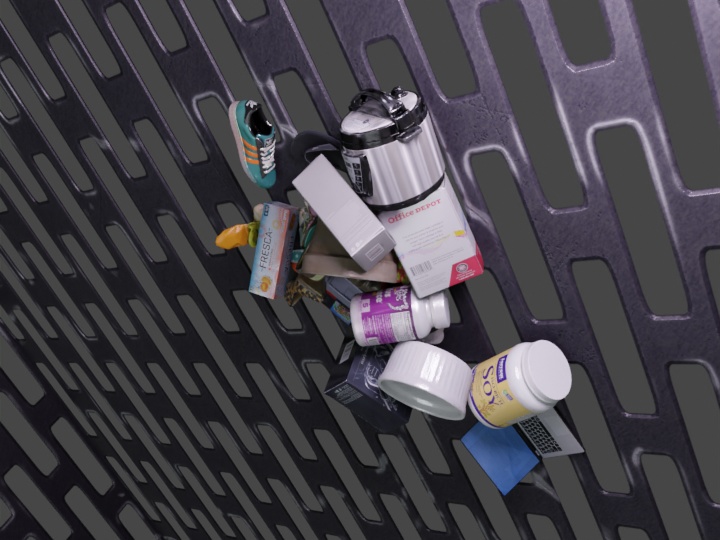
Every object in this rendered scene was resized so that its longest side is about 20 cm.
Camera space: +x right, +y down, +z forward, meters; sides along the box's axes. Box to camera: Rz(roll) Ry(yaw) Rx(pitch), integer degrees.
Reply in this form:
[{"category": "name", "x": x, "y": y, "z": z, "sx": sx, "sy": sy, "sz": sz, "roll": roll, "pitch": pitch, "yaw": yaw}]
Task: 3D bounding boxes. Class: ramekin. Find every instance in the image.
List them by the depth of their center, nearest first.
[{"category": "ramekin", "x": 0.142, "y": 0.229, "z": 1.706, "sx": 0.196, "sy": 0.100, "sz": 0.201, "roll": 20, "pitch": 160, "yaw": 7}]

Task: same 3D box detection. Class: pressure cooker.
[{"category": "pressure cooker", "x": 0.052, "y": -0.235, "z": 1.471, "sx": 0.172, "sy": 0.180, "sz": 0.203, "roll": -8, "pitch": 123, "yaw": 23}]

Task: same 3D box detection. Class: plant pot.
[{"category": "plant pot", "x": -0.017, "y": -0.072, "z": 1.628, "sx": 0.196, "sy": 0.198, "sz": 0.179, "roll": 4, "pitch": 89, "yaw": 34}]

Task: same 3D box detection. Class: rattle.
[{"category": "rattle", "x": -0.218, "y": -0.042, "z": 1.834, "sx": 0.202, "sy": 0.141, "sz": 0.131, "roll": 55, "pitch": 144, "yaw": 20}]

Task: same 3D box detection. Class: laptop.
[{"category": "laptop", "x": 0.368, "y": 0.395, "z": 1.834, "sx": 0.198, "sy": 0.116, "sz": 0.188, "roll": -24, "pitch": 111, "yaw": 47}]

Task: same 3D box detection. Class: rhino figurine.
[{"category": "rhino figurine", "x": 0.000, "y": 0.000, "z": 1.805, "sx": 0.200, "sy": 0.060, "sz": 0.087, "roll": 47, "pitch": 135, "yaw": -10}]

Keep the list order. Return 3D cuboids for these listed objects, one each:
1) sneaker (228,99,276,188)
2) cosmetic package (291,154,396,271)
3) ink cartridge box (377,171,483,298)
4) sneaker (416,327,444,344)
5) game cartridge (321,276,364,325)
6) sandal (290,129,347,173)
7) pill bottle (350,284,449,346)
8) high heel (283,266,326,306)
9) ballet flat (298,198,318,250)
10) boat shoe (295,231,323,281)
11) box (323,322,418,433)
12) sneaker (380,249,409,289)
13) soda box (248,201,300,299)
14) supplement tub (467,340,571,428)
[{"category": "sneaker", "x": -0.215, "y": -0.264, "z": 1.722, "sx": 0.078, "sy": 0.071, "sz": 0.204, "roll": 7, "pitch": 129, "yaw": 38}, {"category": "cosmetic package", "x": -0.030, "y": -0.106, "z": 1.498, "sx": 0.201, "sy": 0.090, "sz": 0.107, "roll": 54, "pitch": -175, "yaw": 21}, {"category": "ink cartridge box", "x": 0.139, "y": -0.069, "z": 1.581, "sx": 0.145, "sy": 0.086, "sz": 0.203, "roll": -20, "pitch": 114, "yaw": 17}, {"category": "sneaker", "x": 0.098, "y": 0.098, "z": 1.797, "sx": 0.195, "sy": 0.075, "sz": 0.081, "roll": 12, "pitch": 128, "yaw": -2}, {"category": "game cartridge", "x": -0.026, "y": 0.069, "z": 1.909, "sx": 0.199, "sy": 0.039, "sz": 0.130, "roll": 39, "pitch": 136, "yaw": 2}, {"category": "sandal", "x": -0.064, "y": -0.236, "z": 1.654, "sx": 0.196, "sy": 0.043, "sz": 0.077, "roll": 18, "pitch": 135, "yaw": 24}, {"category": "pill bottle", "x": 0.084, "y": 0.089, "z": 1.678, "sx": 0.195, "sy": 0.113, "sz": 0.114, "roll": -10, "pitch": 124, "yaw": 12}, {"category": "high heel", "x": -0.127, "y": 0.061, "z": 1.893, "sx": 0.200, "sy": 0.070, "sz": 0.146, "roll": 48, "pitch": 141, "yaw": 49}, {"category": "ballet flat", "x": -0.102, "y": -0.125, "z": 1.771, "sx": 0.071, "sy": 0.068, "sz": 0.201, "roll": 49, "pitch": 145, "yaw": 16}, {"category": "boat shoe", "x": -0.072, "y": -0.064, "z": 1.739, "sx": 0.203, "sy": 0.065, "sz": 0.072, "roll": -56, "pitch": 46, "yaw": 24}, {"category": "box", "x": 0.040, "y": 0.229, "z": 1.845, "sx": 0.180, "sy": 0.203, "sz": 0.104, "roll": 35, "pitch": 142, "yaw": -18}, {"category": "sneaker", "x": 0.092, "y": -0.015, "z": 1.697, "sx": 0.077, "sy": 0.091, "sz": 0.202, "roll": 31, "pitch": 138, "yaw": 11}, {"category": "soda box", "x": -0.189, "y": -0.045, "z": 1.775, "sx": 0.067, "sy": 0.063, "sz": 0.205, "roll": 16, "pitch": 102, "yaw": 17}, {"category": "supplement tub", "x": 0.331, "y": 0.239, "z": 1.700, "sx": 0.145, "sy": 0.146, "sz": 0.199, "roll": 45, "pitch": 139, "yaw": -7}]
